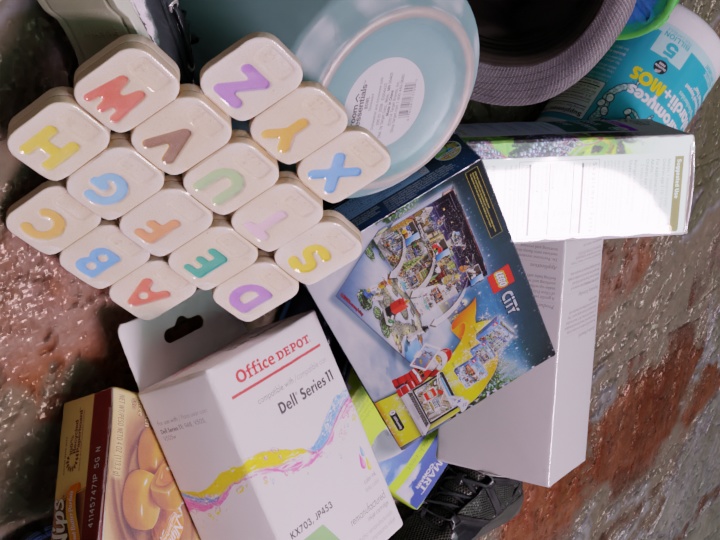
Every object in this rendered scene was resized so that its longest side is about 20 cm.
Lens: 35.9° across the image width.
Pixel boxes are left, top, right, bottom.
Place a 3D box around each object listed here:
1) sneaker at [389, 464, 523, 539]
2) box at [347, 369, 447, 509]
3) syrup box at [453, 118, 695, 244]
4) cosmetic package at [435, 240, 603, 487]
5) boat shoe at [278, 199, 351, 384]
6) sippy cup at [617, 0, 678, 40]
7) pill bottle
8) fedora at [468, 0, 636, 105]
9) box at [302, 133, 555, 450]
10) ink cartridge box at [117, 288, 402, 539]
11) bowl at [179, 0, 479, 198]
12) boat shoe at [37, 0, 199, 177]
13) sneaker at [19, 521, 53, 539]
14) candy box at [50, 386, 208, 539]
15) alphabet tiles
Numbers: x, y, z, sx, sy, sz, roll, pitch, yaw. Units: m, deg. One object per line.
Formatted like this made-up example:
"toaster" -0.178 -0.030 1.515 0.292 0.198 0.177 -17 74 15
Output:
"sneaker" 0.088 0.206 1.034 0.199 0.076 0.115 -24 126 -43
"box" 0.034 0.121 0.942 0.122 0.048 0.200 -55 141 -9
"syrup box" 0.141 -0.068 0.838 0.199 0.079 0.082 -4 108 -10
"cosmetic package" 0.128 0.061 0.904 0.085 0.107 0.201 -16 113 -55
"boat shoe" 0.000 0.000 0.812 0.084 0.069 0.201 -2 113 -48
"sippy cup" 0.201 -0.268 0.842 0.140 0.178 0.130 42 63 -14
"pill bottle" 0.214 -0.127 0.947 0.200 0.111 0.111 -56 142 -8
"fedora" 0.103 -0.221 0.757 0.200 0.176 0.090 100 6 -45
"box" 0.046 0.022 0.767 0.136 0.038 0.200 -31 131 -5
"ink cartridge box" -0.062 0.103 0.712 0.117 0.067 0.200 -29 98 -53
"bowl" -0.007 -0.124 0.669 0.200 0.105 0.201 -23 134 -25
"boat shoe" -0.120 -0.129 0.599 0.066 0.074 0.200 -62 145 -31
"sneaker" -0.164 0.210 0.743 0.200 0.078 0.076 -7 116 -47
"candy box" -0.105 0.158 0.736 0.200 0.055 0.116 24 57 -44
"alphabet tiles" -0.090 -0.042 0.619 0.195 0.015 0.200 -30 134 22
